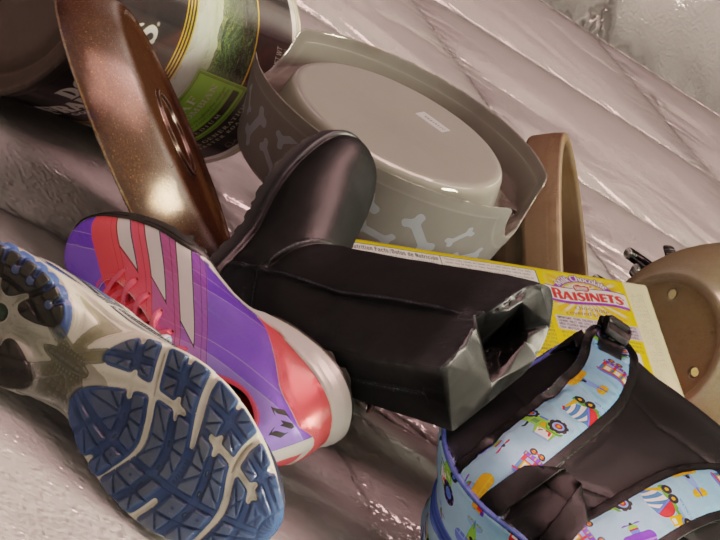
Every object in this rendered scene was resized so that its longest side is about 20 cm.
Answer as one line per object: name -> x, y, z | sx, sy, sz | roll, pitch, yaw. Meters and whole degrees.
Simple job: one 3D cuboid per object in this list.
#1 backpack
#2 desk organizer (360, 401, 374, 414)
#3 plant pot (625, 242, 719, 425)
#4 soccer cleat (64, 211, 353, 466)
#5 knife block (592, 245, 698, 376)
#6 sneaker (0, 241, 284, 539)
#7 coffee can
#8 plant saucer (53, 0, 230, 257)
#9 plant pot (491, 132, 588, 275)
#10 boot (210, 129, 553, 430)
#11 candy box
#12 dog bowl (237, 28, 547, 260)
backpack -> 0.117, 0.137, 1.397 | 0.182, 0.135, 0.200 | 40, 32, 19
desk organizer -> 0.000, 0.000, 1.641 | 0.077, 0.072, 0.200 | 28, 22, -5
plant pot -> 0.220, 0.065, 1.712 | 0.200, 0.201, 0.134 | 46, 10, 38
soccer cleat -> -0.094, 0.034, 1.386 | 0.200, 0.069, 0.073 | 35, 42, 29
knife block -> 0.266, 0.076, 2.154 | 0.064, 0.174, 0.202 | -93, 173, -72
sneaker -> -0.105, 0.054, 1.264 | 0.200, 0.077, 0.085 | 40, 10, 16
coffee can -> -0.152, -0.160, 1.703 | 0.146, 0.147, 0.199 | 45, 16, 34
plant saucer -> -0.117, -0.072, 1.523 | 0.200, 0.034, 0.202 | -22, 90, -86
plant pot -> 0.098, 0.013, 1.765 | 0.092, 0.203, 0.201 | -4, 9, 10
boot -> 0.018, 0.000, 1.423 | 0.199, 0.165, 0.066 | 8, -37, 44
candy box -> 0.083, 0.036, 1.532 | 0.198, 0.027, 0.103 | 9, 39, -21
dog bowl -> 0.014, -0.071, 1.641 | 0.199, 0.059, 0.200 | 24, 23, -11
